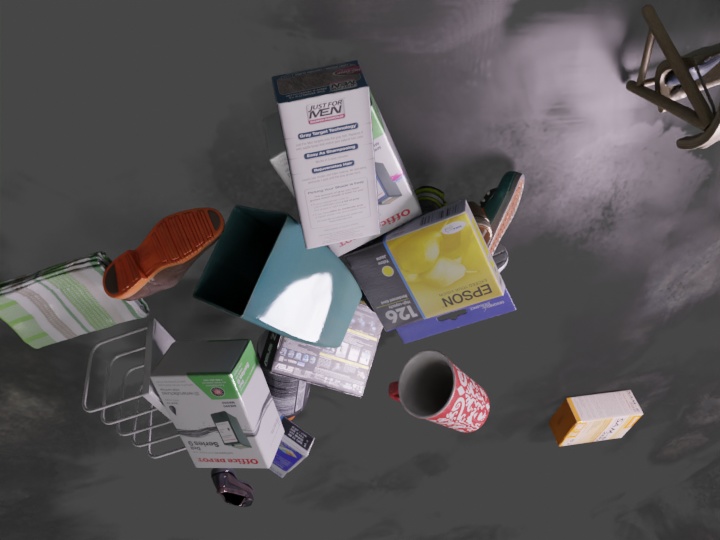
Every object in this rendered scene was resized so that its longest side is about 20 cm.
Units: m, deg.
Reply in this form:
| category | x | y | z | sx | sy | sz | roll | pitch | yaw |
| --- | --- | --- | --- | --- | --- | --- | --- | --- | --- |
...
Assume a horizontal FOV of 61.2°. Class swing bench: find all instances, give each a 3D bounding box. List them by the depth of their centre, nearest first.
| category | x | y | z | sx | sy | sz | roll | pitch | yaw |
| --- | --- | --- | --- | --- | --- | --- | --- | --- | --- |
| swing bench | 0.474 | -0.249 | 0.751 | 0.194 | 0.203 | 0.131 | -15 | 140 | 0 |

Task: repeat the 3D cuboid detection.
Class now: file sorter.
| category | x | y | z | sx | sy | sz | roll | pitch | yaw |
| --- | --- | --- | --- | --- | --- | --- | --- | --- | --- |
| file sorter | -0.354 | 0.210 | 1.032 | 0.121 | 0.141 | 0.202 | -18 | 139 | 6 |

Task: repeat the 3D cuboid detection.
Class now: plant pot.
| category | x | y | z | sx | sy | sz | roll | pitch | yaw |
| --- | --- | --- | --- | --- | --- | --- | --- | --- | --- |
| plant pot | -0.101 | 0.026 | 0.865 | 0.199 | 0.139 | 0.144 | 35 | 75 | -40 |

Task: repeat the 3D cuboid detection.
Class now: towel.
| category | x | y | z | sx | sy | sz | roll | pitch | yaw |
| --- | --- | --- | --- | --- | --- | --- | --- | --- | --- |
| towel | -0.440 | 0.054 | 0.915 | 0.195 | 0.031 | 0.151 | -18 | 138 | 2 |

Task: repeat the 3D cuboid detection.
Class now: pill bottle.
| category | x | y | z | sx | sy | sz | roll | pitch | yaw |
| --- | --- | --- | --- | --- | --- | --- | --- | --- | --- |
| pill bottle | -0.141 | 0.198 | 1.110 | 0.103 | 0.108 | 0.203 | -2 | 138 | -15 |

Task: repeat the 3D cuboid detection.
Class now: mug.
| category | x | y | z | sx | sy | sz | roll | pitch | yaw |
| --- | --- | --- | --- | --- | --- | --- | --- | --- | --- |
| mug | 0.170 | 0.255 | 1.287 | 0.199 | 0.176 | 0.136 | 35 | 83 | -46 |

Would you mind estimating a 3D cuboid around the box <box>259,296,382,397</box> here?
| category | x | y | z | sx | sy | sz | roll | pitch | yaw |
| --- | --- | --- | --- | --- | --- | --- | --- | --- | --- |
| box | -0.056 | 0.108 | 1.012 | 0.197 | 0.049 | 0.165 | 22 | 84 | -36 |

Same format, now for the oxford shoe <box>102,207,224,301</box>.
| category | x | y | z | sx | sy | sz | roll | pitch | yaw |
| --- | --- | --- | --- | --- | --- | --- | --- | --- | --- |
| oxford shoe | -0.270 | -0.022 | 0.871 | 0.197 | 0.073 | 0.073 | -29 | 160 | 9 |

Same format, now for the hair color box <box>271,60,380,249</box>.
| category | x | y | z | sx | sy | sz | roll | pitch | yaw |
| --- | --- | --- | --- | --- | --- | --- | --- | --- | --- |
| hair color box | -0.035 | -0.126 | 0.699 | 0.097 | 0.061 | 0.203 | -12 | 136 | -5 |

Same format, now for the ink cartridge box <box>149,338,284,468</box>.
| category | x | y | z | sx | sy | sz | roll | pitch | yaw |
| --- | --- | --- | --- | --- | --- | --- | --- | --- | --- |
| ink cartridge box | -0.220 | 0.215 | 0.965 | 0.142 | 0.085 | 0.204 | -4 | 122 | 17 |

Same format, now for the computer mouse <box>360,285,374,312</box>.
| category | x | y | z | sx | sy | sz | roll | pitch | yaw |
| --- | --- | --- | --- | --- | --- | --- | --- | --- | --- |
| computer mouse | 0.000 | 0.000 | 0.967 | 0.033 | 0.059 | 0.202 | -21 | 129 | 6 |

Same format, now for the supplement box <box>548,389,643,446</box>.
| category | x | y | z | sx | sy | sz | roll | pitch | yaw |
| --- | --- | --- | --- | --- | --- | --- | --- | --- | --- |
| supplement box | 0.607 | 0.383 | 1.575 | 0.194 | 0.075 | 0.128 | -4 | 138 | -15 |

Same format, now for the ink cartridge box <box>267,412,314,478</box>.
| category | x | y | z | sx | sy | sz | roll | pitch | yaw |
| --- | --- | --- | --- | --- | --- | --- | --- | --- | --- |
| ink cartridge box | -0.194 | 0.295 | 1.128 | 0.196 | 0.044 | 0.201 | 35 | 144 | -1 |

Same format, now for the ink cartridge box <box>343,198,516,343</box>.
| category | x | y | z | sx | sy | sz | roll | pitch | yaw |
| --- | --- | --- | --- | --- | --- | --- | --- | --- | --- |
| ink cartridge box | 0.102 | 0.019 | 0.885 | 0.194 | 0.047 | 0.203 | -20 | 115 | 24 |

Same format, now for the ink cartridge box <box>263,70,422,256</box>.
| category | x | y | z | sx | sy | sz | roll | pitch | yaw |
| --- | --- | --- | --- | --- | --- | --- | --- | --- | --- |
| ink cartridge box | -0.019 | -0.133 | 0.805 | 0.142 | 0.089 | 0.201 | -24 | 139 | 8 |

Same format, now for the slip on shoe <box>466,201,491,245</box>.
| category | x | y | z | sx | sy | sz | roll | pitch | yaw |
| --- | --- | --- | --- | --- | --- | --- | --- | --- | --- |
| slip on shoe | 0.132 | -0.016 | 0.926 | 0.074 | 0.062 | 0.203 | 10 | 132 | -17 |

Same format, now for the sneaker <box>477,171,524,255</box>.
| category | x | y | z | sx | sy | sz | roll | pitch | yaw |
| --- | --- | --- | --- | --- | --- | --- | --- | --- | --- |
| sneaker | 0.182 | -0.070 | 0.950 | 0.071 | 0.079 | 0.204 | -10 | 128 | -62 |

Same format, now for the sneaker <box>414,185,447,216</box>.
| category | x | y | z | sx | sy | sz | roll | pitch | yaw |
| --- | --- | --- | --- | --- | --- | --- | --- | --- | --- |
| sneaker | 0.070 | -0.030 | 0.937 | 0.072 | 0.082 | 0.203 | 21 | 129 | 1 |

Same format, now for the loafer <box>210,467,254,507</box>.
| category | x | y | z | sx | sy | sz | roll | pitch | yaw |
| --- | --- | --- | --- | --- | --- | --- | --- | --- | --- |
| loafer | -0.306 | 0.534 | 1.453 | 0.070 | 0.064 | 0.202 | -16 | 139 | 1 |

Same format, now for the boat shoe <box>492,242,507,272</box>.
| category | x | y | z | sx | sy | sz | roll | pitch | yaw |
| --- | --- | --- | --- | --- | --- | --- | --- | --- | --- |
| boat shoe | 0.153 | 0.004 | 1.036 | 0.195 | 0.075 | 0.067 | -17 | 164 | 6 |
